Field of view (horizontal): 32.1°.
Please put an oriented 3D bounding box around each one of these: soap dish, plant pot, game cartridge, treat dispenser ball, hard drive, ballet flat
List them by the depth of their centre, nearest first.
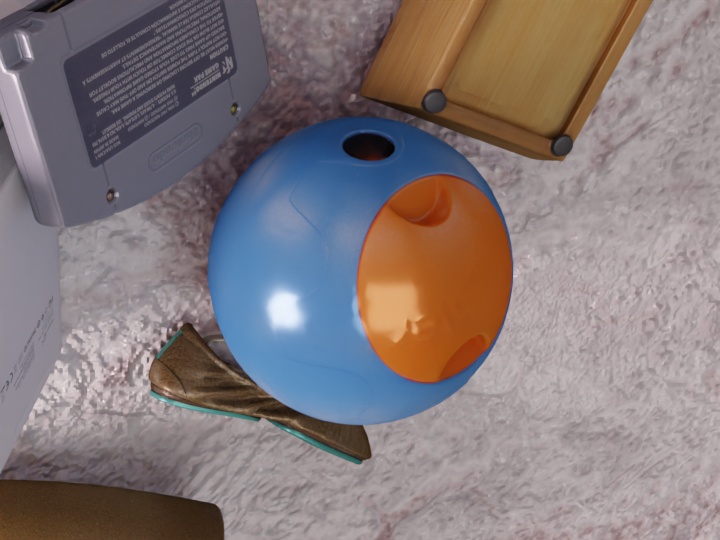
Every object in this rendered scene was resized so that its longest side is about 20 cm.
[{"bbox_3d":[-0.130,-0.115,0.741,0.200,0.041,0.133,-43,132,-42],"label":"game cartridge"},{"bbox_3d":[-0.215,0.015,0.761,0.026,0.132,0.200,11,130,2],"label":"hard drive"},{"bbox_3d":[0.000,0.000,0.823,0.200,0.201,0.201,-11,122,-18],"label":"treat dispenser ball"},{"bbox_3d":[0.112,-0.176,0.843,0.157,0.081,0.200,16,112,-30],"label":"soap dish"},{"bbox_3d":[-0.224,0.225,0.888,0.200,0.186,0.187,22,108,-16],"label":"plant pot"},{"bbox_3d":[-0.062,0.087,0.940,0.200,0.068,0.072,23,88,-28],"label":"ballet flat"}]

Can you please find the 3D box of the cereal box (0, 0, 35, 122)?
[{"bbox_3d":[-0.254,-0.128,0.738,0.200,0.040,0.144,-38,125,0],"label":"cereal box"}]
